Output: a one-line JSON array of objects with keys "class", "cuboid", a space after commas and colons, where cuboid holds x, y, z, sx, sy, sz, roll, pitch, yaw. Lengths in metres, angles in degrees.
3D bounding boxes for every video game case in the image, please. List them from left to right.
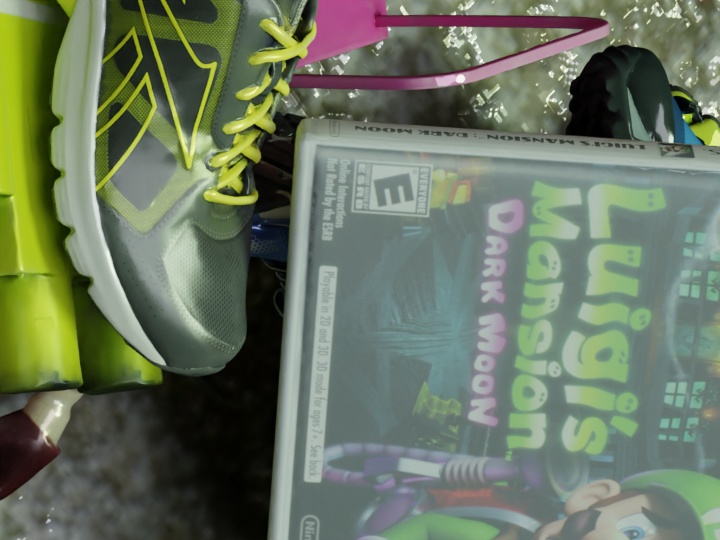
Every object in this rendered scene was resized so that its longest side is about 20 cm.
[{"class": "video game case", "cuboid": [0.062, 0.049, 0.980, 0.181, 0.023, 0.201, 4, 114, -2]}]

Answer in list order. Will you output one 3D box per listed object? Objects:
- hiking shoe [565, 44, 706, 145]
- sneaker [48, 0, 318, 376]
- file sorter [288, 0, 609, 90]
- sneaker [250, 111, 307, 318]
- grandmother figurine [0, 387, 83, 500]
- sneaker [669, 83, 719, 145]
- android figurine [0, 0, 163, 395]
[{"class": "hiking shoe", "cuboid": [0.145, -0.009, 1.110, 0.087, 0.074, 0.200, -29, 114, -9]}, {"class": "sneaker", "cuboid": [-0.054, -0.065, 0.934, 0.074, 0.084, 0.201, -20, 103, -66]}, {"class": "file sorter", "cuboid": [0.007, -0.169, 1.001, 0.139, 0.125, 0.201, -24, 112, -54]}, {"class": "sneaker", "cuboid": [0.000, 0.000, 1.062, 0.200, 0.078, 0.089, 13, 107, -51]}, {"class": "grandmother figurine", "cuboid": [-0.158, 0.045, 1.003, 0.121, 0.061, 0.201, 4, 99, -5]}, {"class": "sneaker", "cuboid": [0.141, 0.023, 1.186, 0.081, 0.074, 0.200, -36, 108, -15]}, {"class": "android figurine", "cuboid": [-0.104, -0.057, 0.978, 0.182, 0.041, 0.201, 9, 76, -67]}]
